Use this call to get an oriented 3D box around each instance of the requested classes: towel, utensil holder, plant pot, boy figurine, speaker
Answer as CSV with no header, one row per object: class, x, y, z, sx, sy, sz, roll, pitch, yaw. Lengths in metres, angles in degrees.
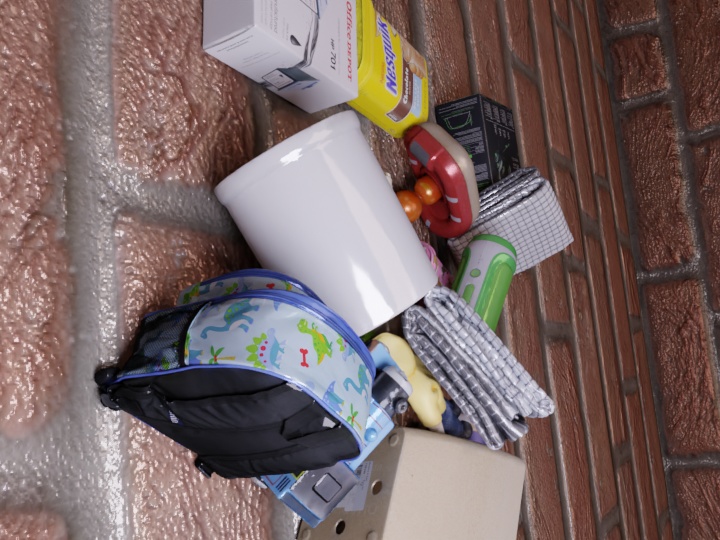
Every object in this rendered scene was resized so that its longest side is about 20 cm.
towel,0.130,0.114,0.842,0.200,0.085,0.166,50,0,9
utensil holder,-0.032,-0.039,0.741,0.201,0.170,0.170,60,35,-4
plant pot,0.045,0.281,0.803,0.177,0.199,0.201,37,53,-30
boy figurine,0.069,0.150,0.852,0.200,0.064,0.125,47,11,-39
towel,0.249,-0.069,1.210,0.166,0.199,0.086,51,12,-44
speaker,0.163,0.048,1.003,0.089,0.088,0.201,50,53,-39

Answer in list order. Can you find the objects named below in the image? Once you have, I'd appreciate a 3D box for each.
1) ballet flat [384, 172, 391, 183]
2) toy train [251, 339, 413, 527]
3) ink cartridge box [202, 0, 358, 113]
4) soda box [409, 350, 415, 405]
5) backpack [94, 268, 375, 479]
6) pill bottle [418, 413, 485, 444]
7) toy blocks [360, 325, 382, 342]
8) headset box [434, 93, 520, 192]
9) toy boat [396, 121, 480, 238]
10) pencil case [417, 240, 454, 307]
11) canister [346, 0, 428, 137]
ballet flat,0.007,-0.123,0.966,0.200,0.063,0.069,34,54,-49
toy train,-0.028,0.160,0.728,0.200,0.114,0.087,-45,129,-12
ink cartridge box,-0.091,-0.299,0.843,0.200,0.086,0.147,16,68,-54
soda box,0.035,0.150,0.932,0.200,0.063,0.069,-2,83,-57
backpack,-0.089,0.089,0.625,0.183,0.199,0.148,50,43,-37
pill bottle,0.134,0.314,0.995,0.116,0.115,0.201,35,53,-48
toy blocks,0.000,0.000,0.910,0.137,0.100,0.200,62,34,-6
headset box,0.230,-0.210,1.313,0.174,0.092,0.201,-5,86,-58
toy boat,0.101,-0.119,1.073,0.131,0.130,0.200,51,-7,33
pencil case,0.122,0.038,1.084,0.200,0.082,0.087,45,55,-43
canister,0.021,-0.294,1.016,0.200,0.086,0.149,20,65,-56
